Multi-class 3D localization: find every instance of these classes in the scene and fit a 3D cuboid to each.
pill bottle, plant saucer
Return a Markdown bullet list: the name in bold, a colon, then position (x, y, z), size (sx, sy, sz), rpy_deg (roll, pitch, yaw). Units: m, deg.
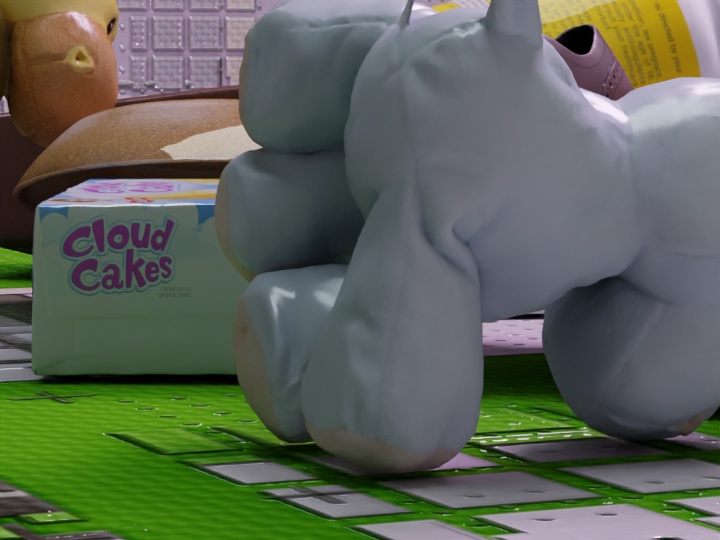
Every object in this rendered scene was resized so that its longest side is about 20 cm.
- **pill bottle**: position (0.114, -0.100, 1.422), size (0.199, 0.115, 0.114), rpy_deg (-19, 10, -13)
- **plant saucer**: position (-0.062, -0.048, 1.292), size (0.199, 0.036, 0.200), rpy_deg (0, -9, 0)

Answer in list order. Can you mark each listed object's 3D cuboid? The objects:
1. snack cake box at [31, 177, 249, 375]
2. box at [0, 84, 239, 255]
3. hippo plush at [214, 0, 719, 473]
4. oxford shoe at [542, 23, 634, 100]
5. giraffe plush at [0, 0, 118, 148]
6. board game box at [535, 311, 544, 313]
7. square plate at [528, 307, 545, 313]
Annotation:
- **snack cake box**: position (-0.065, -0.001, 1.128), size (0.114, 0.068, 0.200), rpy_deg (1, 5, 0)
- **box**: position (-0.091, -0.051, 1.462), size (0.199, 0.075, 0.100), rpy_deg (-4, -7, 22)
- **hippo plush**: position (0.057, -0.029, 0.875), size (0.160, 0.201, 0.159), rpy_deg (6, 23, -28)
- **oxford shoe**: position (0.045, -0.051, 1.075), size (0.071, 0.073, 0.200), rpy_deg (-11, 6, 32)
- **giraffe plush**: position (-0.187, -0.102, 1.335), size (0.161, 0.201, 0.172), rpy_deg (-15, 0, -21)
- **board game box**: position (0.000, 0.000, 1.355), size (0.199, 0.026, 0.200), rpy_deg (-1, 5, -11)
- **square plate**: position (0.108, -0.015, 1.084), size (0.197, 0.029, 0.200), rpy_deg (-13, 5, 17)
